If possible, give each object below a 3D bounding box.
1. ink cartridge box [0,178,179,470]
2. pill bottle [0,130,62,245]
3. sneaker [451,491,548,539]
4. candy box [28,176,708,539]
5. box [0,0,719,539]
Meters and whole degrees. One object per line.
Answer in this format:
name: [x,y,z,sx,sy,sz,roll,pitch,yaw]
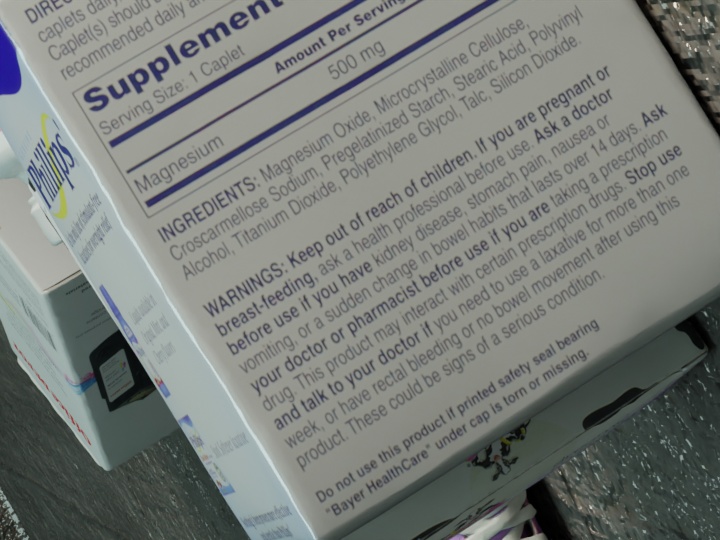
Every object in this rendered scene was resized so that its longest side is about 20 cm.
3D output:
ink cartridge box: [-0.193,0.015,1.703,0.146,0.083,0.200,47,160,35]
pill bottle: [-0.183,-0.119,1.374,0.200,0.111,0.111,59,164,-3]
sneaker: [0.060,0.130,1.171,0.201,0.073,0.114,54,161,17]
candy box: [0.000,0.000,0.929,0.200,0.168,0.072,56,165,9]
box: [0.001,-0.037,0.831,0.200,0.184,0.105,59,166,1]
